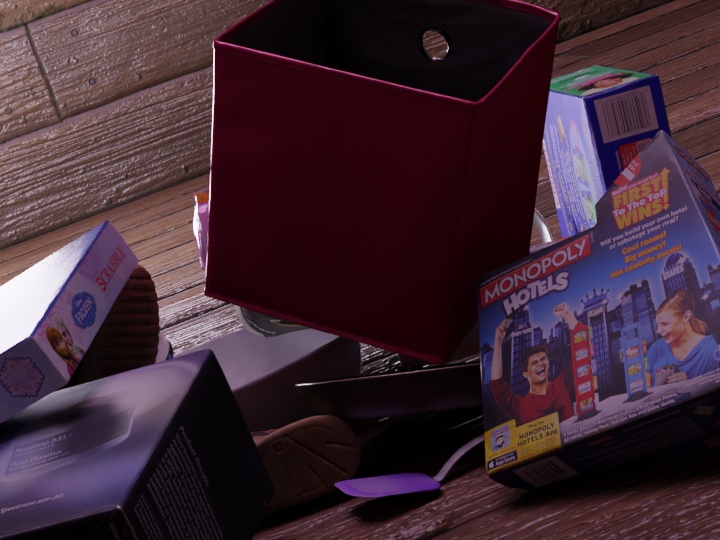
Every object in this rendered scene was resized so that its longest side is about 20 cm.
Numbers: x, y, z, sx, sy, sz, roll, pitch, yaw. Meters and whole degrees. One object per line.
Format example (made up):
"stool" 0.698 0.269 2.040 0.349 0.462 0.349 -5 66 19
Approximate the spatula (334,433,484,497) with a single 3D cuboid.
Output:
"spatula" 0.081 0.120 1.156 0.199 0.021 0.057 -21 10 -13

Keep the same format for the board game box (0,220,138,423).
"board game box" -0.260 0.063 1.160 0.199 0.041 0.200 -31 16 17

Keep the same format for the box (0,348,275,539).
"box" -0.182 0.162 1.064 0.199 0.124 0.199 -16 20 17

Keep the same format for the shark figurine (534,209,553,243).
"shark figurine" 0.145 -0.009 1.501 0.128 0.090 0.214 -9 17 37

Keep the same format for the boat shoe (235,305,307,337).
"boat shoe" 0.001 0.003 1.353 0.201 0.072 0.060 -18 -2 -15

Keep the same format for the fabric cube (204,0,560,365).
"fabric cube" 0.017 -0.084 1.233 0.195 0.200 0.200 14 30 18

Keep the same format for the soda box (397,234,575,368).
"soda box" 0.120 0.021 1.356 0.199 0.069 0.063 -15 2 -33

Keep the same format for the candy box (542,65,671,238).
"candy box" 0.225 -0.091 1.541 0.077 0.170 0.200 -16 11 -7

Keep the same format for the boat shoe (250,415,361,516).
"boat shoe" -0.096 0.150 1.209 0.199 0.072 0.072 -20 -3 0

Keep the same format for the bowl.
"bowl" -0.107 0.108 1.377 0.199 0.075 0.200 -24 11 -33

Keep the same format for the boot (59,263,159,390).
"boot" -0.243 0.081 1.278 0.166 0.201 0.072 11 -6 32

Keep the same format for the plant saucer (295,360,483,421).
"plant saucer" 0.054 0.084 1.230 0.199 0.032 0.200 -7 -2 0

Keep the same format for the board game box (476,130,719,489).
"board game box" 0.171 0.023 1.079 0.199 0.062 0.201 -24 48 31

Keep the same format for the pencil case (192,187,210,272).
"pencil case" -0.042 -0.045 1.445 0.199 0.088 0.087 -12 11 -6

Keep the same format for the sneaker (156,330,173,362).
"sneaker" -0.252 0.068 1.356 0.199 0.077 0.076 -19 34 8
